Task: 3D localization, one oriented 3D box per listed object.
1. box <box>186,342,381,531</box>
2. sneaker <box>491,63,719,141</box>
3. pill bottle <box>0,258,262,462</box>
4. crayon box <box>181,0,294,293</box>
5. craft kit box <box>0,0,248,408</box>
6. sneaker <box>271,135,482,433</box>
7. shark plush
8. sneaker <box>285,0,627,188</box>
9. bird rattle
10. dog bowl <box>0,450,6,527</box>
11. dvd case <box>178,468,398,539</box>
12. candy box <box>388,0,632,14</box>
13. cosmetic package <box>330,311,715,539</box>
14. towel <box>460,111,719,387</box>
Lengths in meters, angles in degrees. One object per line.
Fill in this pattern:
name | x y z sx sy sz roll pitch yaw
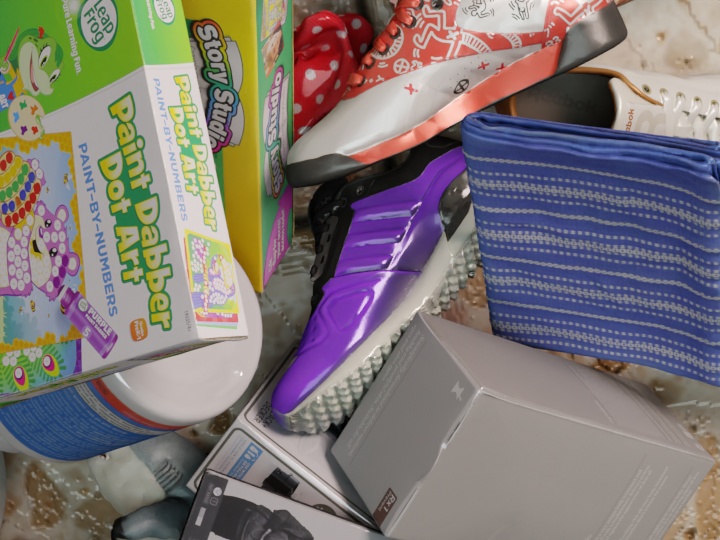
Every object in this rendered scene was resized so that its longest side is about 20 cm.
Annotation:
box | 0.007 0.144 1.079 0.200 0.117 0.060 37 116 -1
sneaker | 0.170 -0.077 1.036 0.199 0.085 0.073 9 105 -1
pill bottle | -0.154 0.049 1.037 0.200 0.112 0.113 -21 108 49
crayon box | -0.125 -0.097 1.004 0.171 0.058 0.201 13 133 13
craft kit box | -0.160 -0.040 0.921 0.197 0.048 0.201 -17 81 31
sneaker | 0.000 0.000 1.056 0.099 0.070 0.200 37 76 16
shark plush | -0.074 0.139 1.127 0.199 0.091 0.084 9 77 5
sneaker | 0.033 -0.129 0.972 0.200 0.067 0.108 -26 97 1
bird rattle | -0.084 -0.155 1.041 0.162 0.113 0.201 -13 119 19
dog bowl | -0.319 0.131 1.114 0.199 0.059 0.202 2 98 15
dvd case | -0.017 0.213 0.992 0.199 0.025 0.151 21 81 -3
candy box | 0.106 -0.196 1.019 0.199 0.056 0.117 -21 104 10
cosmetic package | 0.095 0.107 1.048 0.199 0.090 0.107 22 110 -35
towel | 0.131 -0.007 0.992 0.144 0.024 0.201 10 144 18
